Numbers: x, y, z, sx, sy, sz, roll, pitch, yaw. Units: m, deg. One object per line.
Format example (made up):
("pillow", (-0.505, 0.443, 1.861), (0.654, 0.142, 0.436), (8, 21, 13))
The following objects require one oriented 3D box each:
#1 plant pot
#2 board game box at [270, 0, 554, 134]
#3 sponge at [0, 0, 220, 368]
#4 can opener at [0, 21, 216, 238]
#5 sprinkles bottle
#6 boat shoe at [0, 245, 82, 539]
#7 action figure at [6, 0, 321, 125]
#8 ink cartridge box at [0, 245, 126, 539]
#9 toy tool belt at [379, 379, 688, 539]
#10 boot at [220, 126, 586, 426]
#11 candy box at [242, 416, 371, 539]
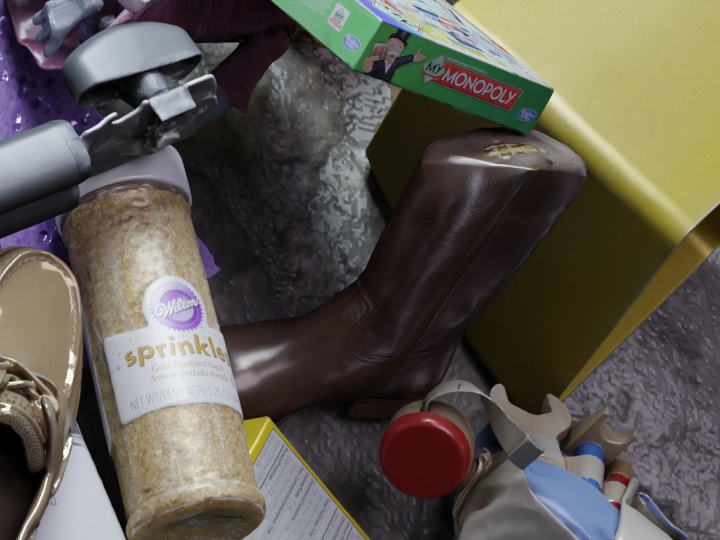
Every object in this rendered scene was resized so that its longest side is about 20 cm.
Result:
("plant pot", (0.122, -0.073, 1.372), (0.176, 0.200, 0.200), (42, 52, 9))
("board game box", (-0.010, -0.141, 1.236), (0.134, 0.029, 0.200), (16, 21, -48))
("sponge", (-0.173, -0.048, 1.276), (0.200, 0.030, 0.111), (51, 52, 1))
("can opener", (-0.155, -0.059, 1.165), (0.199, 0.053, 0.067), (-24, 72, -29))
("sprinkles bottle", (-0.098, 0.035, 1.203), (0.068, 0.068, 0.201), (1, 59, -30))
("boat shoe", (-0.154, 0.071, 1.100), (0.071, 0.064, 0.201), (22, 57, -20))
("action figure", (-0.087, -0.153, 1.303), (0.199, 0.149, 0.135), (1, 66, -33))
("ink cartridge box", (-0.206, 0.097, 1.150), (0.146, 0.086, 0.201), (-16, 77, -36))
("toy tool belt", (0.093, 0.125, 1.312), (0.200, 0.125, 0.123), (43, 22, -10))
("boot", (0.000, 0.000, 1.244), (0.186, 0.200, 0.064), (-3, 55, -35))
("candy box", (-0.065, 0.178, 1.212), (0.102, 0.026, 0.200), (54, 47, -30))
